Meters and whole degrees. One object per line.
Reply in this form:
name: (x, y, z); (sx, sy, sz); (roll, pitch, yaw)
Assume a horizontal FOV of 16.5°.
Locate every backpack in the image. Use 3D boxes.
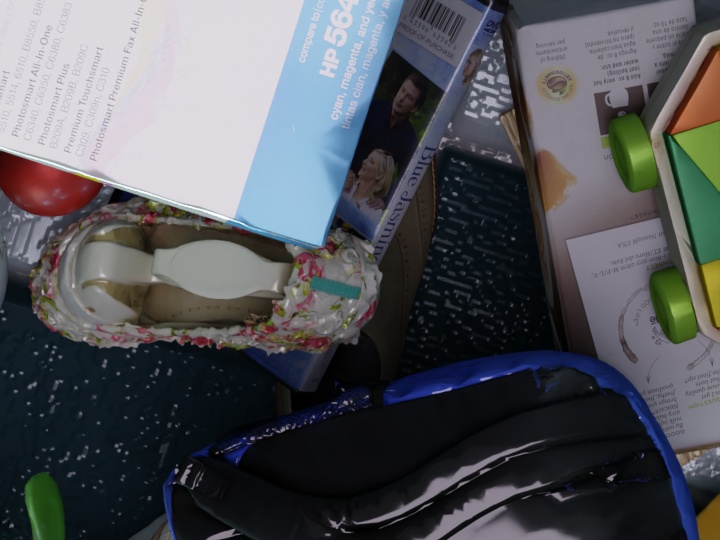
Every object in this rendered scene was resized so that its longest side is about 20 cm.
backpack: (0.039, 0.112, 1.038); (0.200, 0.168, 0.163); (-19, 93, 8)

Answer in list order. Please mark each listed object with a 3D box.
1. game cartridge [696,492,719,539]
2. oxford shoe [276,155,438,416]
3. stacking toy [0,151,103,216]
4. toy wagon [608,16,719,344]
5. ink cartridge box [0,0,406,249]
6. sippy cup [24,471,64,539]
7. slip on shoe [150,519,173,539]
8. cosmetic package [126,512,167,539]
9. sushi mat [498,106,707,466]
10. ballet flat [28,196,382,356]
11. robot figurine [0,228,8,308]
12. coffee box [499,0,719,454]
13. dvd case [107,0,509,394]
game cartridge: (0.210, 0.198, 1.131); (0.200, 0.176, 0.032); (38, 142, 19)
oxford shoe: (0.000, 0.000, 1.152); (0.070, 0.075, 0.201); (4, 104, -1)
stacking toy: (-0.164, -0.119, 1.127); (0.085, 0.085, 0.200); (-17, 111, 4)
toy wagon: (0.196, -0.016, 1.043); (0.155, 0.040, 0.200); (-17, 105, -3)
ink cartridge box: (-0.096, -0.106, 1.023); (0.200, 0.129, 0.126); (18, 98, -11)
sippy cup: (-0.235, 0.117, 1.161); (0.177, 0.140, 0.131); (-4, 95, -20)
slip on shoe: (-0.018, 0.139, 1.168); (0.200, 0.061, 0.076); (-4, 71, -38)
cosmetic package: (-0.078, 0.231, 1.213); (0.101, 0.071, 0.200); (-32, 102, 6)
sushi mat: (0.149, -0.010, 1.181); (0.096, 0.012, 0.200); (-25, 103, 8)
ballet flat: (-0.082, -0.001, 1.104); (0.200, 0.064, 0.076); (-1, 80, 34)
robot figurine: (-0.233, -0.036, 1.092); (0.150, 0.200, 0.125); (-4, 143, -36)
coffee box: (0.118, -0.027, 1.112); (0.080, 0.114, 0.200); (-10, 104, 2)
dvd case: (-0.032, -0.065, 1.124); (0.143, 0.018, 0.200); (34, 105, 31)
